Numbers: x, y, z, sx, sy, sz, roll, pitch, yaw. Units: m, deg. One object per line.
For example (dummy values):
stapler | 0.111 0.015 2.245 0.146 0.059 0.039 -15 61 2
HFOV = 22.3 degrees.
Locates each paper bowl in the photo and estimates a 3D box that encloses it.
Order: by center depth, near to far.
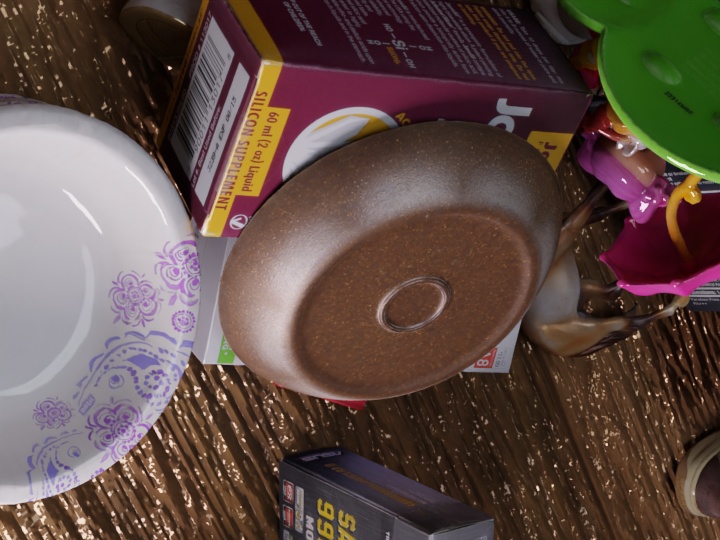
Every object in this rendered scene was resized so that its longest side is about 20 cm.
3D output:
paper bowl | -0.190 0.010 0.929 0.200 0.104 0.202 -9 106 -33

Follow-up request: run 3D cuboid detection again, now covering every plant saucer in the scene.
plant saucer | 0.023 0.008 0.977 0.200 0.037 0.201 -14 138 -13

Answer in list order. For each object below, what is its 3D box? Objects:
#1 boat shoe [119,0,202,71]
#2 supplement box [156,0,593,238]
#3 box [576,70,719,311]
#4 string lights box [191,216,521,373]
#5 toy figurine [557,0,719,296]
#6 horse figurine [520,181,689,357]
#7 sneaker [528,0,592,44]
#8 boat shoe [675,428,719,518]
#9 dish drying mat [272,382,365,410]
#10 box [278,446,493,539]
boat shoe | -0.045 -0.133 1.027 0.200 0.071 0.070 19 80 -38
supplement box | 0.007 -0.081 0.971 0.199 0.086 0.111 2 128 -29
box | 0.270 -0.082 1.163 0.199 0.200 0.123 52 55 -32
string lights box | 0.000 0.000 1.056 0.199 0.059 0.103 3 110 -27
toy figurine | 0.170 -0.070 1.041 0.150 0.200 0.184 -36 157 -28
horse figurine | 0.136 0.000 1.174 0.132 0.050 0.200 -27 135 -1
sneaker | 0.192 -0.226 1.155 0.076 0.092 0.201 34 80 -36
boat shoe | 0.321 0.124 1.334 0.200 0.072 0.072 -28 115 -29
dish drying mat | 0.006 -0.017 1.116 0.077 0.018 0.201 20 88 -36
box | 0.013 0.222 1.086 0.048 0.158 0.201 -9 106 -33
